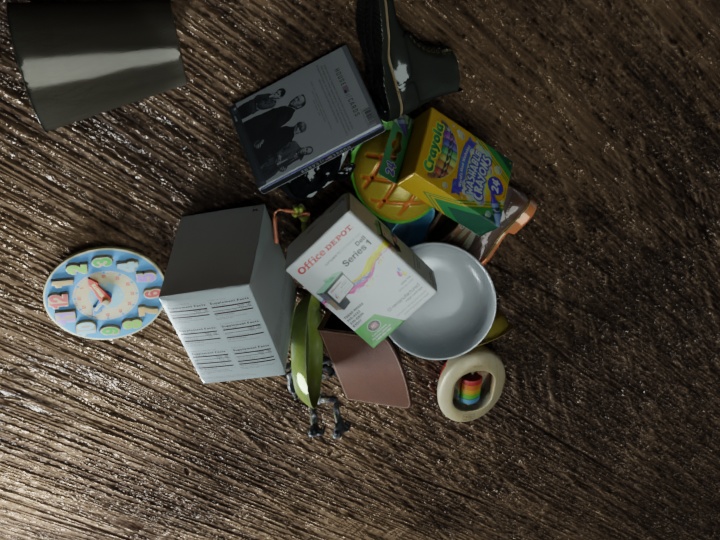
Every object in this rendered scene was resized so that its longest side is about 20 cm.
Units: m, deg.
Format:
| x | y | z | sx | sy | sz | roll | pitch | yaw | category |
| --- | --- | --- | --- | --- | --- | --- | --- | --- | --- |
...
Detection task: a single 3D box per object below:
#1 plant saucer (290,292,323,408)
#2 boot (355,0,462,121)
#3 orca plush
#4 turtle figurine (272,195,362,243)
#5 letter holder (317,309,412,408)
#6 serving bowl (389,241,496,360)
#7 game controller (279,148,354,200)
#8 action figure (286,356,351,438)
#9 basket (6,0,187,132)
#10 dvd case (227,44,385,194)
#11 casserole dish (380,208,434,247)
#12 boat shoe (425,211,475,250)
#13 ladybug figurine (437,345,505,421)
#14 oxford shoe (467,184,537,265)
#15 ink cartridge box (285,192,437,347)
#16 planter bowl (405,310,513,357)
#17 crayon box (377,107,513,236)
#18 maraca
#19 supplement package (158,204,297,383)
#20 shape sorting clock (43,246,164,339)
| x | y | z | sx | sy | sz | roll | pitch | yaw | category |
| --- | --- | --- | --- | --- | --- | --- | --- | --- | --- |
| -0.092 | 0.135 | 1.577 | 0.031 | 0.200 | 0.200 | -1 | 131 | 6 | plant saucer |
| 0.075 | -0.331 | 1.342 | 0.138 | 0.077 | 0.200 | -22 | 127 | -19 | boot |
| -0.041 | -0.173 | 1.359 | 0.200 | 0.071 | 0.105 | -35 | 112 | 20 | orca plush |
| -0.052 | -0.052 | 1.536 | 0.161 | 0.064 | 0.200 | -27 | 123 | -1 | turtle figurine |
| 0.030 | 0.143 | 1.659 | 0.142 | 0.101 | 0.200 | 6 | 138 | 26 | letter holder |
| 0.129 | 0.046 | 1.553 | 0.200 | 0.066 | 0.200 | 2 | 102 | 10 | serving bowl |
| -0.067 | -0.198 | 1.411 | 0.104 | 0.042 | 0.200 | 37 | 115 | -16 | game controller |
| -0.085 | 0.213 | 1.735 | 0.119 | 0.102 | 0.200 | -12 | 106 | 7 | action figure |
| -0.339 | -0.285 | 1.225 | 0.200 | 0.136 | 0.180 | -13 | 135 | -8 | basket |
| -0.080 | -0.218 | 1.335 | 0.200 | 0.150 | 0.025 | -26 | 157 | 8 | dvd case |
| 0.057 | -0.038 | 1.563 | 0.121 | 0.039 | 0.200 | -24 | 146 | -44 | casserole dish |
| 0.172 | -0.105 | 1.531 | 0.072 | 0.076 | 0.200 | 5 | 124 | -34 | boat shoe |
| 0.213 | 0.217 | 1.826 | 0.136 | 0.072 | 0.200 | -3 | 130 | -12 | ladybug figurine |
| 0.208 | -0.067 | 1.597 | 0.073 | 0.071 | 0.200 | 38 | 107 | -19 | oxford shoe |
| 0.000 | 0.000 | 1.462 | 0.145 | 0.084 | 0.200 | -42 | 109 | 17 | ink cartridge box |
| 0.167 | 0.085 | 1.666 | 0.200 | 0.200 | 0.084 | -16 | 96 | 0 | planter bowl |
| 0.132 | -0.155 | 1.395 | 0.200 | 0.126 | 0.052 | 29 | 150 | -23 | crayon box |
| 0.045 | -0.167 | 1.441 | 0.137 | 0.107 | 0.200 | -27 | 105 | 6 | maraca |
| -0.203 | 0.038 | 1.475 | 0.147 | 0.191 | 0.200 | -8 | 132 | 11 | supplement package |
| -0.422 | 0.042 | 1.539 | 0.200 | 0.039 | 0.200 | -7 | 131 | -8 | shape sorting clock |
